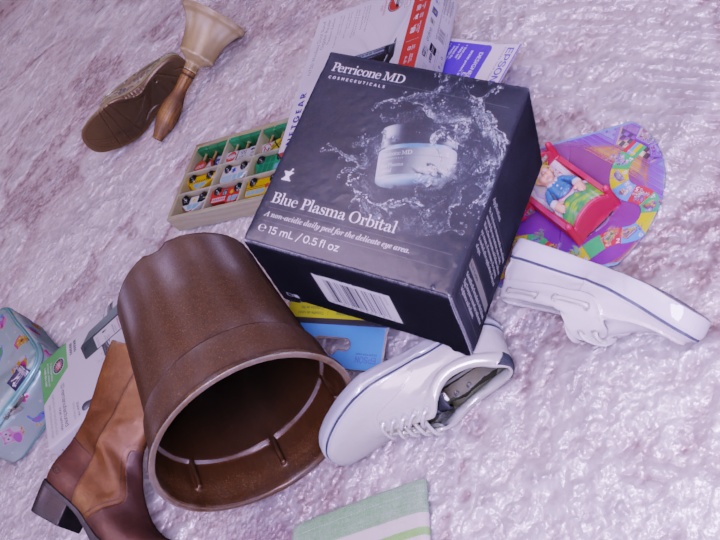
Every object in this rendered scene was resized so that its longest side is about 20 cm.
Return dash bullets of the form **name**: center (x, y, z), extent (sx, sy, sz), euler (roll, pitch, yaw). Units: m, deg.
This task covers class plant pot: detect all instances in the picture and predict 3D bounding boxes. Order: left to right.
- **plant pot**: center (-0.133, 0.082, 0.952), extent (0.200, 0.200, 0.199), euler (-41, 51, 9)

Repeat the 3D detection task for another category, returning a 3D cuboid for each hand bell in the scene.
- **hand bell**: center (-0.258, -0.286, 1.496), extent (0.103, 0.103, 0.203), euler (23, 89, 49)

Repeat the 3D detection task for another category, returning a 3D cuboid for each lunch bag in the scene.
- **lunch bag**: center (-0.468, 0.151, 1.328), extent (0.161, 0.077, 0.199), euler (-52, 40, -4)

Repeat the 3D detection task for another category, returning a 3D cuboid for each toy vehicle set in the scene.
- **toy vehicle set**: center (-0.157, -0.124, 1.300), extent (0.197, 0.026, 0.126), euler (-10, 53, 38)

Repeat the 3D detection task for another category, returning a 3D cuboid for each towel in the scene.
- **towel**: center (-0.001, 0.288, 0.835), extent (0.151, 0.023, 0.203), euler (-25, 44, 25)

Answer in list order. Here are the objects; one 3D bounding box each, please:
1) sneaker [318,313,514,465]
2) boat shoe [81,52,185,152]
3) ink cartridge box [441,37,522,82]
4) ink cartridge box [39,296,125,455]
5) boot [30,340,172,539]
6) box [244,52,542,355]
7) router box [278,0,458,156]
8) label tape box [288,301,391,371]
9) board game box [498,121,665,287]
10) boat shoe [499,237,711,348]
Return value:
- **sneaker**: center (0.047, 0.115, 0.886), extent (0.199, 0.073, 0.071), euler (-39, 37, 11)
- **boat shoe**: center (-0.347, -0.260, 1.556), extent (0.199, 0.074, 0.063), euler (-38, 33, -4)
- **ink cartridge box**: center (0.069, -0.166, 1.111), extent (0.198, 0.043, 0.200), euler (20, 75, 49)
- **ink cartridge box**: center (-0.270, 0.113, 1.170), extent (0.199, 0.084, 0.147), euler (-40, 41, 10)
- **boot**: center (-0.221, 0.190, 1.039), extent (0.185, 0.069, 0.203), euler (18, 73, 27)
- **box**: center (0.034, -0.063, 0.878), extent (0.193, 0.118, 0.203), euler (15, 68, 23)
- **router box**: center (0.009, -0.216, 1.133), extent (0.177, 0.049, 0.203), euler (-10, 55, 38)
- **label tape box**: center (0.000, 0.000, 1.016), extent (0.142, 0.063, 0.205), euler (1, 81, 43)
- **board game box**: center (0.181, -0.071, 0.935), extent (0.197, 0.039, 0.161), euler (-13, 51, 36)
- **boat shoe**: center (0.195, 0.032, 0.829), extent (0.199, 0.073, 0.066), euler (26, 92, 53)
